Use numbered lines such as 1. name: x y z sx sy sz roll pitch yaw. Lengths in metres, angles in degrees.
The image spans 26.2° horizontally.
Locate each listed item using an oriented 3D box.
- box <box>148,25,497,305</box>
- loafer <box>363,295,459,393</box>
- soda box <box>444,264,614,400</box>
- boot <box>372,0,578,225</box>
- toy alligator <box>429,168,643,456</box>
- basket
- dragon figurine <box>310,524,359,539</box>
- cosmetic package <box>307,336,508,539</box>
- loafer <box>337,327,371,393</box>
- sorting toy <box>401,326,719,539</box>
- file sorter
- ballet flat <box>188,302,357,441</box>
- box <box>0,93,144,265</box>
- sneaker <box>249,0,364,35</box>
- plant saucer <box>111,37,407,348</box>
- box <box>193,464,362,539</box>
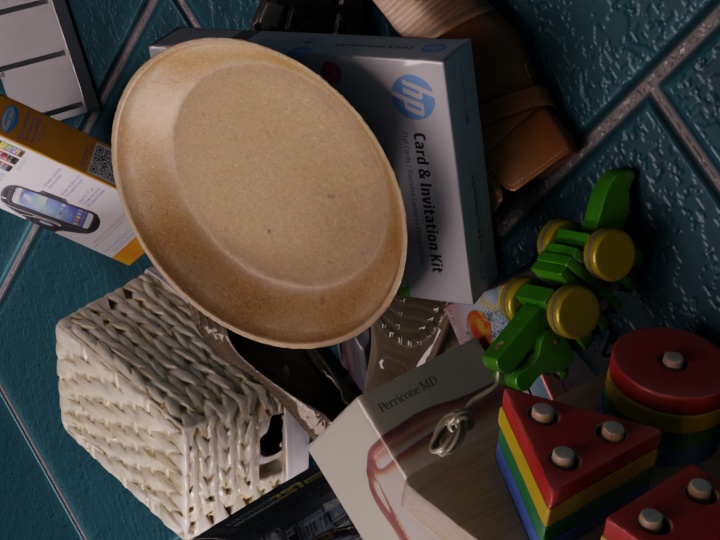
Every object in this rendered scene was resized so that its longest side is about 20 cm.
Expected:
1. box: -0.022 -0.065 0.930 0.200 0.041 0.156 7 122 27
2. loafer: 0.049 0.042 1.036 0.076 0.068 0.200 28 113 38
3. soda box: 0.131 0.095 0.954 0.064 0.068 0.200 -22 92 54
4. boot: 0.027 -0.080 0.961 0.200 0.077 0.155 -38 84 24
5. toy alligator: 0.111 0.033 0.886 0.054 0.200 0.059 39 168 -26
6. basket: -0.149 0.107 1.272 0.200 0.123 0.136 33 134 37
7. dragon figurine: 0.064 0.173 1.037 0.200 0.059 0.099 13 148 5
8. cosmetic package: 0.070 0.155 0.919 0.200 0.103 0.087 56 146 12
9. loafer: 0.000 0.000 1.072 0.063 0.072 0.200 28 133 46
10. sorting toy: 0.161 0.111 0.812 0.199 0.200 0.070 34 132 37
11. file sorter: -0.339 -0.211 1.340 0.139 0.125 0.200 -5 105 53
12. ballet flat: -0.057 0.070 1.180 0.200 0.067 0.046 48 154 16
13. box: -0.250 -0.076 1.266 0.200 0.041 0.119 27 150 -21
14. sneaker: -0.051 -0.130 1.058 0.079 0.075 0.200 -116 37 -63
15. plant saucer: -0.054 -0.048 0.909 0.200 0.035 0.200 16 126 24
16. box: -0.028 0.260 1.172 0.051 0.158 0.200 -8 103 45
